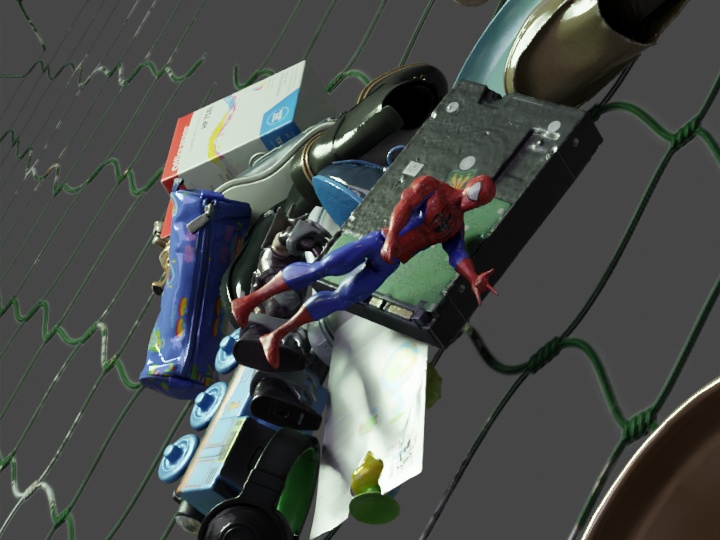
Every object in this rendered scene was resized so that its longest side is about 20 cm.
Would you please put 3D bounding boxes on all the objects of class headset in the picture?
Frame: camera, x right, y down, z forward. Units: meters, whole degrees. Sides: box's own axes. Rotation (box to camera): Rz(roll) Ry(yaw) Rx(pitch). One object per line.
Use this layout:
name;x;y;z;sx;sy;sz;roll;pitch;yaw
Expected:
headset;-0.064;0.211;1.483;0.124;0.093;0.201;82;-150;-63

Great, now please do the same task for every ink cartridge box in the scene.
ink cartridge box;-0.128;-0.120;2.129;0.199;0.067;0.117;-23;31;21

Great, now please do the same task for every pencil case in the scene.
pencil case;-0.153;0.019;1.956;0.087;0.077;0.202;103;176;-82

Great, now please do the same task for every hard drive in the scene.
hard drive;0.067;-0.044;1.518;0.139;0.038;0.200;19;64;47

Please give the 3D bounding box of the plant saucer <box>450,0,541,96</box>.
plant saucer;0.135;-0.173;1.700;0.200;0.027;0.201;-50;19;24

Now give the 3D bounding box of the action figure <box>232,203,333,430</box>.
action figure;-0.057;0.034;1.601;0.201;0.069;0.131;-87;2;-58

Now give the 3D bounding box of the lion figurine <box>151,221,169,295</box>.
lion figurine;-0.146;-0.023;2.147;0.199;0.073;0.123;-16;34;43

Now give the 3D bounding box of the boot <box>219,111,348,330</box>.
boot;-0.045;-0.041;1.883;0.163;0.073;0.199;-47;16;30

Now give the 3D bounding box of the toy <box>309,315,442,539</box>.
toy;0.023;0.098;1.502;0.115;0.047;0.201;-36;29;35

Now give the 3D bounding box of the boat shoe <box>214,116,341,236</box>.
boat shoe;-0.078;-0.083;2.018;0.200;0.075;0.062;-40;3;22

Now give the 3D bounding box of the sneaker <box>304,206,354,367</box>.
sneaker;0.000;0.000;1.716;0.071;0.073;0.201;-35;33;23

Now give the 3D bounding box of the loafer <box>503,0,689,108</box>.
loafer;0.176;-0.181;1.526;0.200;0.076;0.068;-48;13;27

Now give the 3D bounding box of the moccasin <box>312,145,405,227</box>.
moccasin;0.043;-0.045;1.633;0.068;0.081;0.199;-43;41;-19

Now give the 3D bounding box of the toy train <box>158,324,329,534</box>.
toy train;-0.083;0.121;1.694;0.114;0.087;0.201;-13;44;53

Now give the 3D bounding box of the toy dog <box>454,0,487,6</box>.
toy dog;0.121;-0.342;1.909;0.201;0.096;0.132;-56;18;4

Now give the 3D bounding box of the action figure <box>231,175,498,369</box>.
action figure;0.013;0.005;1.431;0.199;0.065;0.099;-34;32;6

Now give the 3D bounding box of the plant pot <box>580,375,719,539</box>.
plant pot;0.180;0.145;0.934;0.201;0.092;0.201;-50;19;24

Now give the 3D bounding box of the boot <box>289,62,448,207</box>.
boot;0.044;-0.135;1.753;0.138;0.078;0.200;-35;9;47
